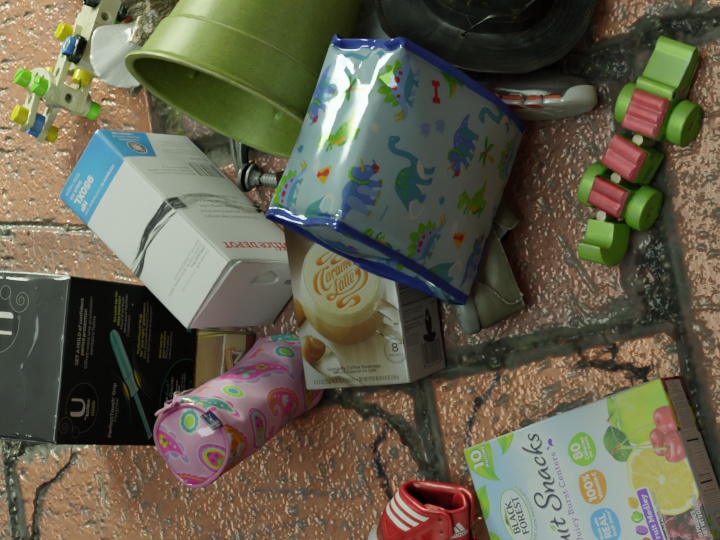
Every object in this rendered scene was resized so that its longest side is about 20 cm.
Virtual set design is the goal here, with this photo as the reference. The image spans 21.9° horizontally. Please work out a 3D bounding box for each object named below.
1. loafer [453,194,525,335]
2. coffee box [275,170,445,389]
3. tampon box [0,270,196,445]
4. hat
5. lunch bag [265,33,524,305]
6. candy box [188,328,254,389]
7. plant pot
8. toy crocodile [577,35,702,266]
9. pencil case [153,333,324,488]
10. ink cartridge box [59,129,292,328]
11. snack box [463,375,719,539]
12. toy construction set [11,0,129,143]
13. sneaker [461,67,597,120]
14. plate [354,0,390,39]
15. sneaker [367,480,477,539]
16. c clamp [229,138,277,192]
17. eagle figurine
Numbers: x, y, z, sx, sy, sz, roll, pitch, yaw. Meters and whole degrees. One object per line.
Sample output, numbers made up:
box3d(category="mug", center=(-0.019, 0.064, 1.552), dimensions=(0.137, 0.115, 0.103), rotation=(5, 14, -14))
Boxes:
box3d(category="loafer", center=(0.105, -0.045, 1.654), dimensions=(0.069, 0.075, 0.202), rotation=(-9, 84, -1))
box3d(category="coffee box", center=(0.000, 0.000, 1.686), dimensions=(0.114, 0.080, 0.202), rotation=(-6, 95, 30))
box3d(category="tampon box", center=(-0.260, 0.083, 1.722), dimensions=(0.125, 0.200, 0.151), rotation=(3, 86, 31))
box3d(category="hat", center=(0.104, -0.261, 1.586), dimensions=(0.199, 0.081, 0.202), rotation=(-3, 60, 5))
box3d(category="lunch bag", center=(0.043, -0.081, 1.548), dimensions=(0.127, 0.199, 0.171), rotation=(13, 80, 53))
box3d(category="candy box", center=(-0.203, 0.111, 1.834), dimensions=(0.199, 0.055, 0.117), rotation=(4, 90, 31))
box3d(category="plant pot", center=(-0.076, -0.222, 1.621), dimensions=(0.199, 0.200, 0.191), rotation=(19, 79, 29))
box3d(category="toy crocodile", center=(0.232, -0.100, 1.573), dimensions=(0.067, 0.062, 0.201), rotation=(29, 104, 27))
box3d(category="pencil case", center=(-0.109, 0.123, 1.696), dimensions=(0.087, 0.200, 0.088), rotation=(10, 111, 26))
box3d(category="ink cartridge box", center=(-0.164, -0.039, 1.761), dimensions=(0.200, 0.144, 0.084), rotation=(44, 112, 24))
box3d(category="snack box", center=(0.201, 0.189, 1.595), dimensions=(0.199, 0.053, 0.143), rotation=(-23, 77, 29))
box3d(category="toy construction set", center=(-0.293, -0.233, 1.877), dimensions=(0.131, 0.091, 0.202), rotation=(-8, 77, 58))
box3d(category="sneaker", center=(0.117, -0.180, 1.638), dimensions=(0.199, 0.077, 0.083), rotation=(9, 88, 30))
box3d(category="plate", center=(0.004, -0.239, 1.693), dimensions=(0.199, 0.032, 0.201), rotation=(-33, 56, 28))
box3d(category="sneaker", center=(0.086, 0.268, 1.627), dimensions=(0.200, 0.078, 0.116), rotation=(43, 139, 23))
box3d(category="c clamp", center=(-0.049, -0.104, 1.761), dimensions=(0.199, 0.027, 0.172), rotation=(16, 98, 29))
box3d(category="eagle figurine", center=(-0.163, -0.263, 1.764), dimensions=(0.200, 0.151, 0.152), rotation=(-53, 33, 42))
